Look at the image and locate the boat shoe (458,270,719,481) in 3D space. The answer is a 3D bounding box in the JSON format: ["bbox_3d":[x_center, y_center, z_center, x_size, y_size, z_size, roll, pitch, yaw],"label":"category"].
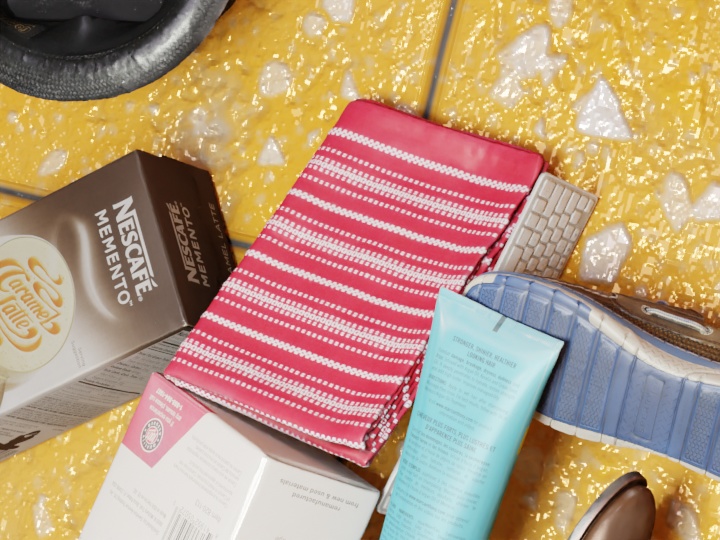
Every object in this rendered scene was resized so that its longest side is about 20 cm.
[{"bbox_3d":[0.146,0.052,1.409,0.200,0.072,0.072,27,118,20],"label":"boat shoe"}]

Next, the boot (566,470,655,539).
[{"bbox_3d":[0.177,0.221,1.368,0.200,0.064,0.187,27,107,33],"label":"boot"}]

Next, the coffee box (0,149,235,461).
[{"bbox_3d":[-0.174,0.024,1.588,0.200,0.080,0.115,-26,70,23],"label":"coffee box"}]

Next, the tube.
[{"bbox_3d":[0.044,0.115,1.420,0.077,0.050,0.200,23,105,26],"label":"tube"}]

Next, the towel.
[{"bbox_3d":[0.000,0.000,1.485,0.145,0.022,0.200,21,67,33],"label":"towel"}]

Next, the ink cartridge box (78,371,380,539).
[{"bbox_3d":[-0.092,0.175,1.487,0.146,0.083,0.200,30,97,56],"label":"ink cartridge box"}]

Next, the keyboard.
[{"bbox_3d":[0.067,0.043,1.465,0.011,0.056,0.200,29,95,31],"label":"keyboard"}]

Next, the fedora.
[{"bbox_3d":[-0.142,-0.179,1.601,0.200,0.092,0.201,-4,79,25],"label":"fedora"}]
